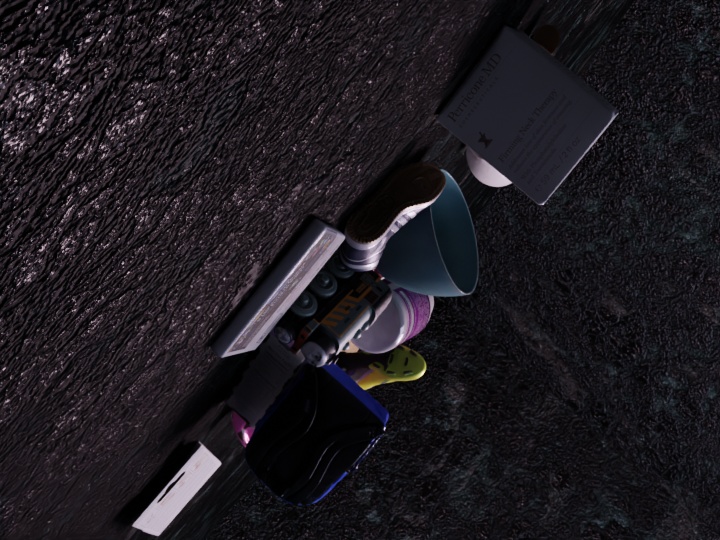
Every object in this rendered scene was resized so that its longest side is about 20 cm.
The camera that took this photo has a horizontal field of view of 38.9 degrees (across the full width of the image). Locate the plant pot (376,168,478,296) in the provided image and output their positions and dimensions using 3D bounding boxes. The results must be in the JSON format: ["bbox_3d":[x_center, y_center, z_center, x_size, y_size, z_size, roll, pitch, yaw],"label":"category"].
[{"bbox_3d":[0.091,-0.048,1.628,0.133,0.202,0.200,-13,-169,24],"label":"plant pot"}]

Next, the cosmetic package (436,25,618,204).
[{"bbox_3d":[0.247,-0.228,1.489,0.168,0.200,0.166,-52,174,18],"label":"cosmetic package"}]

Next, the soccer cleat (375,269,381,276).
[{"bbox_3d":[0.000,0.000,1.700,0.076,0.067,0.200,-38,176,12],"label":"soccer cleat"}]

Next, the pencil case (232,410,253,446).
[{"bbox_3d":[-0.116,0.238,1.737,0.198,0.095,0.091,-18,-159,8],"label":"pencil case"}]

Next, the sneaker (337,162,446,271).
[{"bbox_3d":[0.041,-0.075,1.490,0.200,0.070,0.109,-39,164,-31],"label":"sneaker"}]

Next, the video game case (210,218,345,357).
[{"bbox_3d":[-0.099,0.023,1.288,0.200,0.023,0.182,-50,174,3],"label":"video game case"}]

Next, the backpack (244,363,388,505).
[{"bbox_3d":[-0.068,0.254,1.567,0.200,0.162,0.168,-50,176,5],"label":"backpack"}]

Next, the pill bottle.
[{"bbox_3d":[0.056,0.068,1.730,0.113,0.112,0.200,-53,167,21],"label":"pill bottle"}]

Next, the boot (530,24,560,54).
[{"bbox_3d":[0.244,-0.305,1.687,0.201,0.076,0.155,-56,180,-20],"label":"boot"}]

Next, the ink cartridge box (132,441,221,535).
[{"bbox_3d":[-0.304,0.343,1.628,0.162,0.050,0.200,-49,165,-14],"label":"ink cartridge box"}]

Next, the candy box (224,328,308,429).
[{"bbox_3d":[-0.110,0.132,1.612,0.168,0.071,0.201,-44,171,-48],"label":"candy box"}]

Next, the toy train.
[{"bbox_3d":[-0.040,0.056,1.480,0.200,0.114,0.085,-45,171,-44],"label":"toy train"}]

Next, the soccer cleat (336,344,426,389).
[{"bbox_3d":[0.028,0.172,1.768,0.084,0.198,0.065,51,41,-48],"label":"soccer cleat"}]

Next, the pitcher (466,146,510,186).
[{"bbox_3d":[0.270,-0.258,1.951,0.173,0.120,0.200,-65,164,-7],"label":"pitcher"}]

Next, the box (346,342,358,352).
[{"bbox_3d":[-0.038,0.115,1.804,0.163,0.021,0.201,3,120,-58],"label":"box"}]
